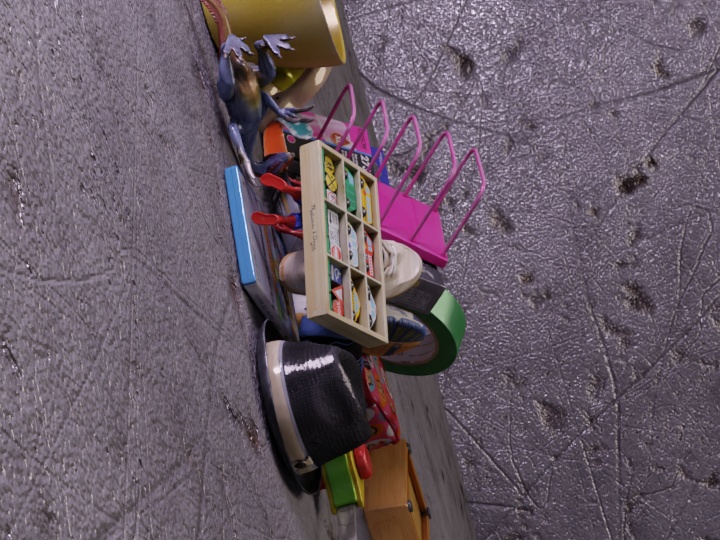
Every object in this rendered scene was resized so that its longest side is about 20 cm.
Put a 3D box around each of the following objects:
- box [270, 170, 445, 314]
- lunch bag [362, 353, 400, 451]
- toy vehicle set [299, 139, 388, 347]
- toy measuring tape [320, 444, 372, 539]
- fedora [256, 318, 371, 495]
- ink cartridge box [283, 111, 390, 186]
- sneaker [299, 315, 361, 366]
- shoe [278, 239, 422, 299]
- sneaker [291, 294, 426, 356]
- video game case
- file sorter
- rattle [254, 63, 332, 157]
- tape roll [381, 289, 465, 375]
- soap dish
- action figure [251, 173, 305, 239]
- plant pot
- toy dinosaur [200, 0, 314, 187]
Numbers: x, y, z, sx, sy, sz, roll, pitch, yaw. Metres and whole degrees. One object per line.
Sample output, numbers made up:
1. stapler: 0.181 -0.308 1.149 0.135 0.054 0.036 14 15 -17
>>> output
1. box: -0.005 -0.035 1.804 0.198 0.049 0.159 19 28 -26
2. lunch bag: -0.014 0.130 1.892 0.200 0.081 0.178 64 9 -58
3. toy vehicle set: -0.018 -0.028 1.595 0.124 0.026 0.202 27 53 -54
4. toy measuring tape: -0.022 0.235 1.613 0.200 0.073 0.074 -90 165 -67
5. fedora: -0.042 0.135 1.536 0.201 0.091 0.203 -15 90 -84
6. ink cartridge box: -0.037 -0.156 1.941 0.198 0.037 0.095 15 49 -33
7. sneaker: -0.031 0.117 1.667 0.200 0.069 0.079 70 25 -64
8. shoe: 0.000 0.000 1.680 0.053 0.198 0.071 -18 -101 51
9. sneaker: -0.005 0.046 1.777 0.199 0.075 0.089 13 43 -37
10. video game case: -0.107 -0.008 1.625 0.200 0.018 0.144 63 13 -62
11. file sorter: 0.043 -0.124 1.814 0.126 0.198 0.139 -58 -163 24
12. rattle: -0.115 -0.241 1.788 0.144 0.129 0.201 64 31 -33
13. tape roll: 0.041 0.065 1.954 0.201 0.198 0.048 68 35 -49
14. soap dish: 0.042 0.325 1.923 0.200 0.080 0.159 -86 161 -67
15. action figure: -0.077 -0.072 1.653 0.199 0.098 0.066 14 92 -61
16. plant pot: -0.111 -0.324 1.727 0.200 0.140 0.202 -15 90 -83
17. toy dinosaur: -0.119 -0.192 1.636 0.201 0.104 0.182 58 -28 25
